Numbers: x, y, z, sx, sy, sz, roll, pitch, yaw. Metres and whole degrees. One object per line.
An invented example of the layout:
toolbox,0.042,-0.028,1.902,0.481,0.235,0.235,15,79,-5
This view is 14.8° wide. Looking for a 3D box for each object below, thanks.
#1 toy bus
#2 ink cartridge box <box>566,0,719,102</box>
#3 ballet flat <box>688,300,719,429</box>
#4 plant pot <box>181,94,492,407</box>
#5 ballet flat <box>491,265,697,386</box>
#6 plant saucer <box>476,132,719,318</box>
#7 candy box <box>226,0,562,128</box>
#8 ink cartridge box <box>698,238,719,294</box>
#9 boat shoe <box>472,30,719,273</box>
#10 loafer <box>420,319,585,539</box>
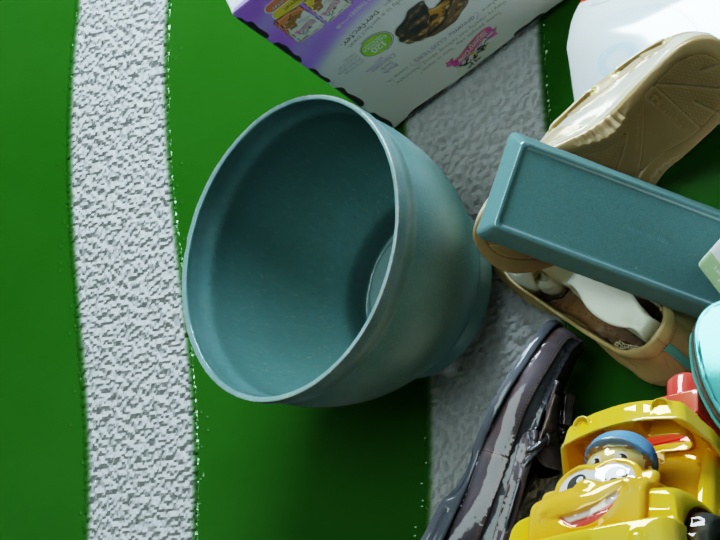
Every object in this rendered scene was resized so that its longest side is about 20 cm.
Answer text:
toy bus,0.171,0.140,1.599,0.136,0.200,0.192,-14,56,28
ink cartridge box,0.209,-0.187,1.800,0.160,0.047,0.200,-20,63,27
ballet flat,0.250,0.098,1.585,0.067,0.070,0.200,-32,43,-1
plant pot,0.000,0.000,1.795,0.200,0.134,0.200,-19,64,43
ballet flat,0.141,0.003,1.756,0.200,0.063,0.069,35,91,39
plant saucer,0.175,-0.019,1.687,0.200,0.019,0.070,20,80,-7
candy box,0.022,-0.201,1.835,0.168,0.200,0.072,-36,54,16
ink cartridge box,0.301,-0.013,1.588,0.146,0.048,0.200,55,135,19
boat shoe,0.154,-0.075,1.730,0.200,0.074,0.069,-38,14,11
loafer,0.098,0.130,1.734,0.063,0.072,0.200,26,81,19
